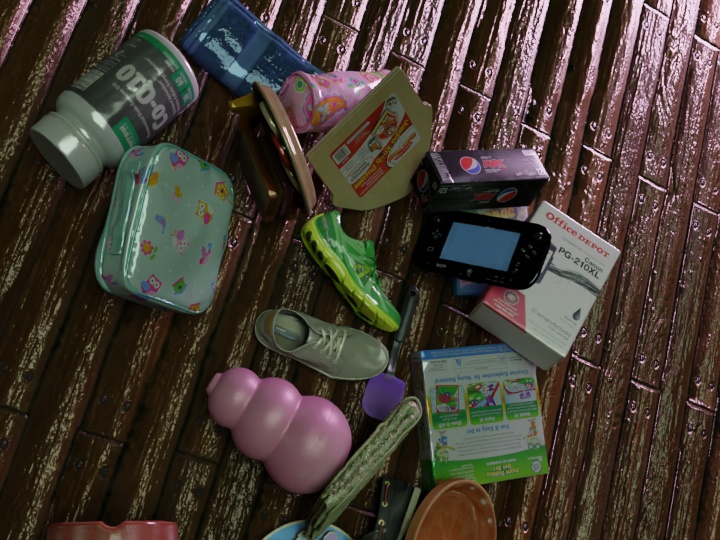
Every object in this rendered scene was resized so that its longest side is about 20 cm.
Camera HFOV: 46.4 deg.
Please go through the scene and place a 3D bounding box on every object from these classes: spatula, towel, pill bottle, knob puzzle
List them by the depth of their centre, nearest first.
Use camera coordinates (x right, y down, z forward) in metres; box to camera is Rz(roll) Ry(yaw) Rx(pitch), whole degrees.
[{"bbox_3d":[-0.312,-0.204,1.070,0.113,0.113,0.200,46,67,-9],"label":"pill bottle"},{"bbox_3d":[0.002,0.260,1.098,0.036,0.149,0.200,39,56,10],"label":"towel"},{"bbox_3d":[-0.149,-0.292,1.190,0.199,0.048,0.112,39,69,-12],"label":"towel"},{"bbox_3d":[0.024,-0.170,1.200,0.218,0.222,0.030,-26,47,-25],"label":"knob puzzle"},{"bbox_3d":[0.051,0.116,1.216,0.056,0.021,0.203,17,71,-3],"label":"spatula"}]

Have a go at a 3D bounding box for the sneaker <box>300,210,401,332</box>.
[{"bbox_3d":[0.000,0.000,1.187,0.083,0.074,0.201,-39,96,-20],"label":"sneaker"}]

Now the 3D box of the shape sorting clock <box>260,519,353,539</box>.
[{"bbox_3d":[-0.071,0.432,1.099,0.197,0.039,0.204,4,79,-22],"label":"shape sorting clock"}]

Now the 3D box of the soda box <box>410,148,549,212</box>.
[{"bbox_3d":[0.179,-0.136,1.258,0.197,0.071,0.064,-5,57,-27],"label":"soda box"}]

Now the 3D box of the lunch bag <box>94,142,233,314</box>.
[{"bbox_3d":[-0.246,-0.056,1.058,0.160,0.076,0.203,24,72,-49],"label":"lunch bag"}]

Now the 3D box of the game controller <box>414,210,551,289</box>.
[{"bbox_3d":[0.175,-0.031,1.218,0.105,0.198,0.042,-60,144,-26],"label":"game controller"}]

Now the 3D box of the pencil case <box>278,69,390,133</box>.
[{"bbox_3d":[-0.023,-0.240,1.185,0.198,0.087,0.089,-16,87,-44],"label":"pencil case"}]

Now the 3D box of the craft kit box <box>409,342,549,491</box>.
[{"bbox_3d":[0.177,0.212,1.243,0.197,0.048,0.201,-2,79,-23],"label":"craft kit box"}]

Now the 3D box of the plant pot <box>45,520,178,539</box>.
[{"bbox_3d":[-0.283,0.386,0.945,0.198,0.201,0.199,6,70,-22],"label":"plant pot"}]

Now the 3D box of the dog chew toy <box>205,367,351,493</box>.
[{"bbox_3d":[-0.111,0.198,1.085,0.199,0.125,0.126,33,70,-5],"label":"dog chew toy"}]

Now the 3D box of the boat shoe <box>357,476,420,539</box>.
[{"bbox_3d":[0.022,0.376,1.123,0.062,0.074,0.203,19,61,4],"label":"boat shoe"}]

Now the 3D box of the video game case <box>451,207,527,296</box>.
[{"bbox_3d":[0.202,-0.061,1.314,0.141,0.018,0.204,1,81,-24],"label":"video game case"}]

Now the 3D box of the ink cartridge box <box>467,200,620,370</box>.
[{"bbox_3d":[0.275,0.020,1.256,0.144,0.084,0.201,33,68,4],"label":"ink cartridge box"}]

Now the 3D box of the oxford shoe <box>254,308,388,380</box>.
[{"bbox_3d":[-0.049,0.102,1.154,0.197,0.058,0.076,20,70,-17],"label":"oxford shoe"}]

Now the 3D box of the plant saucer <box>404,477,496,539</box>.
[{"bbox_3d":[0.119,0.387,1.156,0.199,0.032,0.204,-6,98,-47],"label":"plant saucer"}]

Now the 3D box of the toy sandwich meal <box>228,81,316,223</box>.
[{"bbox_3d":[-0.121,-0.148,1.098,0.069,0.205,0.208,-23,90,-8],"label":"toy sandwich meal"}]
